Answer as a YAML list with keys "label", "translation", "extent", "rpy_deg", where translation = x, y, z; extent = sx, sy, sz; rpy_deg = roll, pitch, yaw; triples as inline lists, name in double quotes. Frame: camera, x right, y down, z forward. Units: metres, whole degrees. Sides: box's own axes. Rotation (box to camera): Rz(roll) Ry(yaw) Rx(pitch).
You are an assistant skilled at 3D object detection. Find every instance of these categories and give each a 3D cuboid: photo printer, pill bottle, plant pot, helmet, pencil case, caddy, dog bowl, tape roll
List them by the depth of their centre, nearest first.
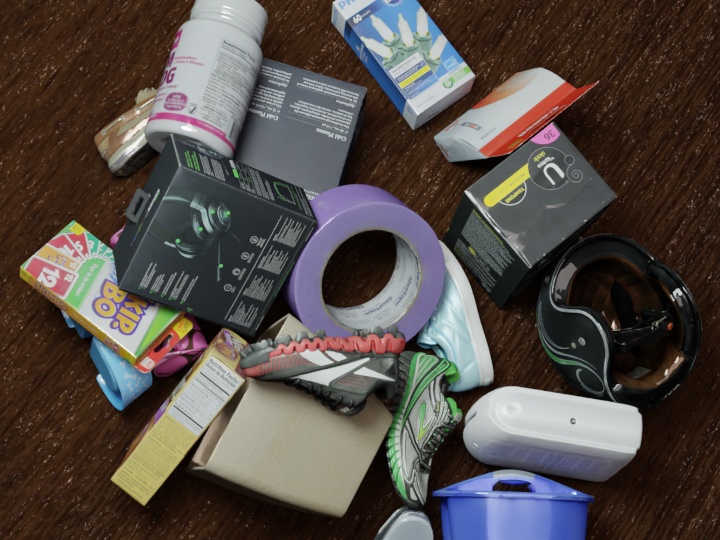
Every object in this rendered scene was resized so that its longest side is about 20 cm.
- label: "plant pot"
  translation: [-0.077, 0.194, 1.442]
  extent: [0.176, 0.200, 0.201]
  rpy_deg: [31, 74, -7]
- label: "caddy"
  translation: [0.186, 0.296, 1.454]
  extent: [0.197, 0.141, 0.106]
  rpy_deg: [3, 77, -5]
- label: "photo printer"
  translation: [0.227, 0.201, 1.471]
  extent: [0.197, 0.167, 0.070]
  rpy_deg: [9, 67, -1]
- label: "pill bottle"
  translation: [-0.186, -0.238, 1.478]
  extent: [0.112, 0.113, 0.202]
  rpy_deg: [15, 73, 0]
- label: "dog bowl"
  translation: [-0.323, 0.075, 1.494]
  extent: [0.049, 0.112, 0.201]
  rpy_deg: [-26, 78, -24]
- label: "tape roll"
  translation: [0.000, 0.000, 1.496]
  extent: [0.198, 0.085, 0.202]
  rpy_deg: [-7, 111, -18]
- label: "helmet"
  translation: [0.314, 0.062, 1.503]
  extent: [0.199, 0.202, 0.191]
  rpy_deg: [-28, 35, -11]
- label: "pencil case"
  translation: [-0.255, 0.028, 1.515]
  extent: [0.090, 0.094, 0.202]
  rpy_deg: [-25, 75, 7]

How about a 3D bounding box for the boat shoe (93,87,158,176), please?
- label: "boat shoe"
  translation: [-0.271, -0.213, 1.593]
  extent: [0.200, 0.076, 0.072]
  rpy_deg: [-41, 79, -15]

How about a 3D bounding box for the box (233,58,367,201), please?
- label: "box"
  translation: [-0.110, -0.166, 1.576]
  extent: [0.198, 0.104, 0.184]
  rpy_deg: [17, 73, 1]

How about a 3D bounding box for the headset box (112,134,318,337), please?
- label: "headset box"
  translation: [-0.181, -0.041, 1.425]
  extent: [0.198, 0.093, 0.175]
  rpy_deg: [20, 112, -26]

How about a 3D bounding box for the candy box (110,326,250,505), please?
- label: "candy box"
  translation: [-0.209, 0.171, 1.428]
  extent: [0.056, 0.117, 0.200]
  rpy_deg: [39, 101, -7]

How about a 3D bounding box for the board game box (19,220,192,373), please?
- label: "board game box"
  translation: [-0.302, 0.031, 1.437]
  extent: [0.199, 0.030, 0.096]
  rpy_deg: [38, 54, 6]

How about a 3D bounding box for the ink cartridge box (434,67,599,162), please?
- label: "ink cartridge box"
  translation: [0.198, -0.208, 1.564]
  extent: [0.162, 0.200, 0.050]
  rpy_deg: [-38, 100, -13]

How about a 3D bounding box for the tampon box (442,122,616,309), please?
- label: "tampon box"
  translation: [0.209, -0.066, 1.525]
  extent: [0.149, 0.200, 0.127]
  rpy_deg: [-38, 80, -14]

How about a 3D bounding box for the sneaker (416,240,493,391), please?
- label: "sneaker"
  translation: [0.106, 0.060, 1.547]
  extent: [0.081, 0.074, 0.202]
  rpy_deg: [-16, 76, -14]

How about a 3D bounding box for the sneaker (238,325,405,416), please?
- label: "sneaker"
  translation: [-0.039, 0.115, 1.332]
  extent: [0.198, 0.071, 0.099]
  rpy_deg: [-1, 84, -25]

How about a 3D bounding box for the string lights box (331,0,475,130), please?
- label: "string lights box"
  translation: [0.057, -0.307, 1.651]
  extent: [0.102, 0.059, 0.201]
  rpy_deg: [-35, 80, -11]

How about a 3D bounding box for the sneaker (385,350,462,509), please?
- label: "sneaker"
  translation: [0.078, 0.192, 1.460]
  extent: [0.084, 0.078, 0.202]
  rpy_deg: [2, 63, 14]

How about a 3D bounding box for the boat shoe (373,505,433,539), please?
- label: "boat shoe"
  translation: [0.019, 0.371, 1.457]
  extent: [0.073, 0.068, 0.201]
  rpy_deg: [26, 98, -8]
